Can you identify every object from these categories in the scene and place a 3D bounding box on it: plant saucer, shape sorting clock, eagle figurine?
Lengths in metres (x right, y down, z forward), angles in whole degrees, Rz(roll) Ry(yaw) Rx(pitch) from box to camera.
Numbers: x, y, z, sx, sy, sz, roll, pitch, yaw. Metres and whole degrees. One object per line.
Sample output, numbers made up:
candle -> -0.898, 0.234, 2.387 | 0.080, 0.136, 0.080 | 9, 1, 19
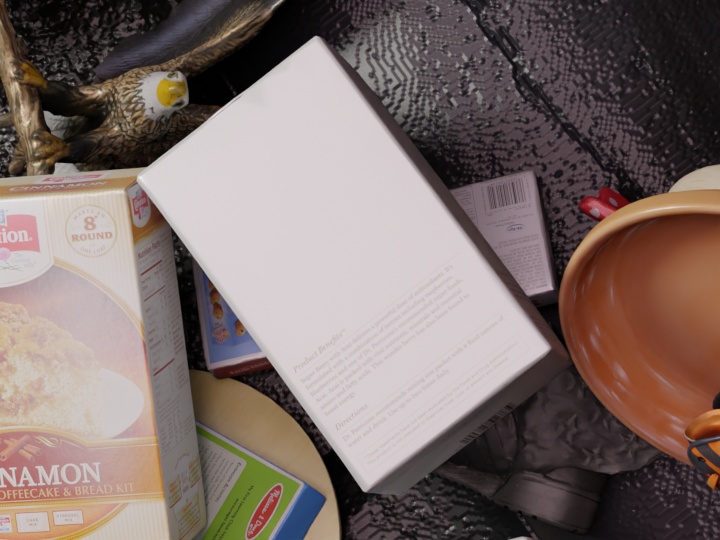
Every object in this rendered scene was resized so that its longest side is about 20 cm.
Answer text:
plant saucer -> 0.198, 0.030, 1.480 | 0.199, 0.201, 0.038 | 15, 50, 16
shape sorting clock -> -0.107, 0.153, 1.629 | 0.199, 0.039, 0.201 | -5, 70, 13
eagle figurine -> -0.098, -0.096, 1.637 | 0.199, 0.151, 0.152 | -12, 122, -17

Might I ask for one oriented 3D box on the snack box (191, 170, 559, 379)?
snack box -> 0.007, 0.003, 1.625 | 0.199, 0.024, 0.072 | -13, 71, 11

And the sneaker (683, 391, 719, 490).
sneaker -> 0.201, 0.122, 1.496 | 0.112, 0.078, 0.200 | 35, 126, -1

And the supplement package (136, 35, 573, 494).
supplement package -> 0.000, 0.000, 1.515 | 0.121, 0.120, 0.200 | -37, 81, 5

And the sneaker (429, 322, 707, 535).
sneaker -> 0.080, 0.072, 1.587 | 0.199, 0.060, 0.105 | 22, 89, 11

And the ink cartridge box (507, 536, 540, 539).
ink cartridge box -> 0.057, 0.253, 1.517 | 0.147, 0.145, 0.201 | -15, 78, 14

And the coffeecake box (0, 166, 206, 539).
coffeecake box -> -0.174, 0.053, 1.572 | 0.153, 0.073, 0.201 | -4, 101, 13

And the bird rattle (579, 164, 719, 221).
bird rattle -> 0.212, -0.019, 1.521 | 0.199, 0.163, 0.113 | 20, 68, 7
